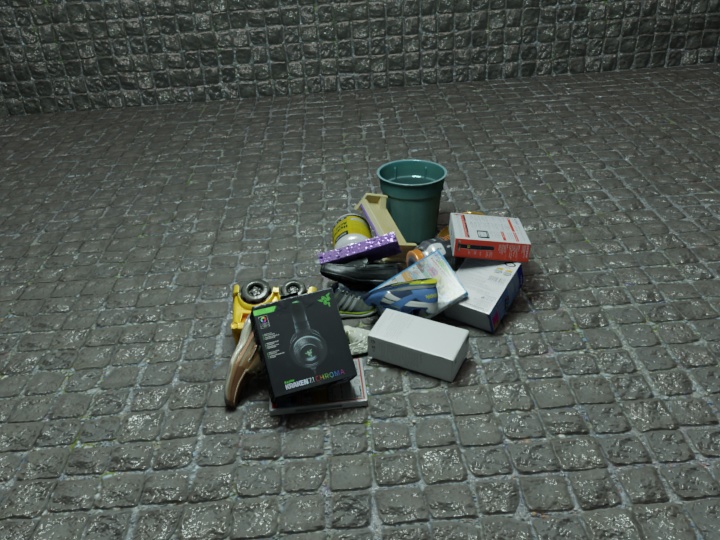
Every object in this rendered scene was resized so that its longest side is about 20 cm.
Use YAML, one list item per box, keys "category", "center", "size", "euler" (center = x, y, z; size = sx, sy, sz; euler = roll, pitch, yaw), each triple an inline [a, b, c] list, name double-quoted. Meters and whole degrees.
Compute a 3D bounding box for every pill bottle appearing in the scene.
- category: "pill bottle"
  center: [-0.020, -0.067, 1.859]
  size: [0.111, 0.112, 0.200]
  euler: [-5, 30, -2]
- category: "pill bottle"
  center: [0.220, -0.037, 1.776]
  size: [0.199, 0.107, 0.106]
  euler: [-14, 31, -23]

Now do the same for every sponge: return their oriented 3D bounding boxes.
- category: "sponge"
  center: [0.001, -0.042, 1.700]
  size: [0.199, 0.030, 0.112]
  euler: [-16, -16, 7]

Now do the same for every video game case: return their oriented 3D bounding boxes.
- category: "video game case"
  center: [0.133, 0.055, 1.597]
  size: [0.200, 0.018, 0.143]
  euler: [-32, 54, 3]
- category: "video game case"
  center: [-0.089, 0.241, 1.428]
  size: [0.199, 0.018, 0.143]
  euler: [-5, 30, -3]

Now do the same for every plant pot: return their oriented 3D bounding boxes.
- category: "plant pot"
  center: [0.149, -0.195, 1.972]
  size: [0.199, 0.197, 0.200]
  euler: [-2, 30, 1]

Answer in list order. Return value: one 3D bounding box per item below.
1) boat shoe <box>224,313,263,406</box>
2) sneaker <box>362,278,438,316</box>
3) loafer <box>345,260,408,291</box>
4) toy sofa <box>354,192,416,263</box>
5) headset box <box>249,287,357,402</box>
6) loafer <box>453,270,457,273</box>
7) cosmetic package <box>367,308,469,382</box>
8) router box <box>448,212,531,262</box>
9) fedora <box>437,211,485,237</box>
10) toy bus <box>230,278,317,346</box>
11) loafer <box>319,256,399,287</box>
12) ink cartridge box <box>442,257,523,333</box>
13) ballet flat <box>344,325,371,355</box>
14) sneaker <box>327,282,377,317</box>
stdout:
- category: "boat shoe"
  center: [-0.229, 0.188, 1.420]
  size: [0.071, 0.076, 0.201]
  euler: [16, 71, 1]
- category: "sneaker"
  center: [0.089, 0.070, 1.546]
  size: [0.199, 0.083, 0.074]
  euler: [-9, 7, 39]
- category: "loafer"
  center: [0.050, 0.012, 1.753]
  size: [0.199, 0.071, 0.073]
  euler: [-22, 34, -28]
- category: "toy sofa"
  center: [0.059, -0.108, 1.851]
  size: [0.083, 0.098, 0.200]
  euler: [1, 50, -40]
- category: "headset box"
  center: [-0.120, 0.144, 1.379]
  size: [0.173, 0.093, 0.201]
  euler: [-12, 75, -16]
- category: "loafer"
  center: [0.229, 0.030, 1.704]
  size: [0.199, 0.069, 0.076]
  euler: [-21, 34, -26]
- category: "cosmetic package"
  center: [0.125, 0.159, 1.473]
  size: [0.199, 0.074, 0.102]
  euler: [16, 43, 23]
- category: "router box"
  center: [0.313, -0.084, 1.677]
  size: [0.179, 0.049, 0.200]
  euler: [5, 22, 3]
- category: "fedora"
  center: [0.313, -0.113, 1.926]
  size: [0.200, 0.082, 0.201]
  euler: [-3, 31, 2]
- category: "toy bus"
  center: [-0.196, 0.129, 1.538]
  size: [0.199, 0.136, 0.193]
  euler: [-1, 47, 2]
- category: "loafer"
  center: [0.000, 0.000, 1.674]
  size: [0.200, 0.071, 0.068]
  euler: [8, -11, -10]
- category: "ink cartridge box"
  center: [0.297, 0.035, 1.619]
  size: [0.136, 0.076, 0.200]
  euler: [19, 59, 32]
- category: "ballet flat"
  center: [-0.049, 0.159, 1.520]
  size: [0.199, 0.072, 0.072]
  euler: [-11, 31, -13]
- category: "sneaker"
  center: [-0.030, 0.068, 1.656]
  size: [0.199, 0.081, 0.074]
  euler: [-10, 31, -12]
